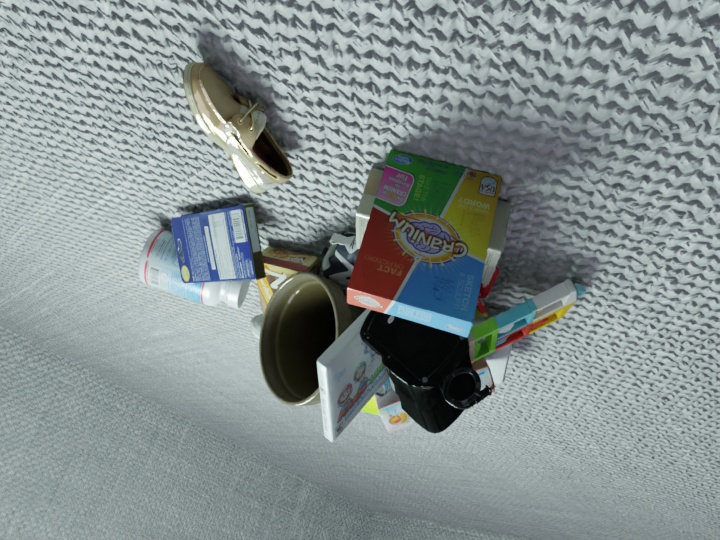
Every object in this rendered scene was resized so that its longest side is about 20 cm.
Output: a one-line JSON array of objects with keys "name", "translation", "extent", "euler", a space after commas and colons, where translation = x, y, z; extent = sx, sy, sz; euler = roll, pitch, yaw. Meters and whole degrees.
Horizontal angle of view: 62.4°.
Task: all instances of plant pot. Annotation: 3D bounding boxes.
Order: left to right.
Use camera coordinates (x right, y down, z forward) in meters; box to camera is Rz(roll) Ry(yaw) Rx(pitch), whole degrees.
[{"name": "plant pot", "translation": [-0.045, 0.121, 0.983], "extent": [0.196, 0.208, 0.171], "euler": [-10, 162, 43]}]

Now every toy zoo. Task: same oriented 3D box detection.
[{"name": "toy zoo", "translation": [0.243, 0.072, 0.876], "extent": [0.195, 0.021, 0.132], "euler": [-26, 157, 0]}]

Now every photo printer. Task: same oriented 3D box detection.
[{"name": "photo printer", "translation": [0.174, 0.123, 1.072], "extent": [0.193, 0.071, 0.169], "euler": [12, 145, 14]}]

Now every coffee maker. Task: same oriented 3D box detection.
[{"name": "coffee maker", "translation": [0.099, 0.148, 0.835], "extent": [0.131, 0.196, 0.202], "euler": [-25, 145, 1]}]

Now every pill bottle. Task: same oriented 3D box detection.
[{"name": "pill bottle", "translation": [-0.311, 0.001, 1.136], "extent": [0.194, 0.112, 0.110], "euler": [19, 153, 1]}]

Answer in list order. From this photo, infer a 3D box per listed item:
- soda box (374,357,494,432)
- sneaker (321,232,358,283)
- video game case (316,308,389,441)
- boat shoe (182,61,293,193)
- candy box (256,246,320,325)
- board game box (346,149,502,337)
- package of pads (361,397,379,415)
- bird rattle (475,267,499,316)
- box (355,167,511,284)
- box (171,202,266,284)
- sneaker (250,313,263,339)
[{"name": "soda box", "translation": [0.120, 0.193, 0.991], "extent": [0.194, 0.069, 0.065], "euler": [-22, 125, 3]}, {"name": "sneaker", "translation": [0.000, 0.000, 0.976], "extent": [0.126, 0.081, 0.200], "euler": [20, 163, 20]}, {"name": "video game case", "translation": [0.010, 0.133, 0.893], "extent": [0.023, 0.199, 0.186], "euler": [28, 141, 27]}, {"name": "boat shoe", "translation": [-0.148, -0.184, 0.758], "extent": [0.067, 0.076, 0.201], "euler": [-8, 144, 21]}, {"name": "candy box", "translation": [-0.124, 0.066, 1.091], "extent": [0.112, 0.055, 0.206], "euler": [12, 124, 25]}, {"name": "board game box", "translation": [0.080, -0.038, 0.717], "extent": [0.148, 0.205, 0.041], "euler": [14, 153, 7]}, {"name": "package of pads", "translation": [0.053, 0.207, 1.121], "extent": [0.195, 0.069, 0.158], "euler": [1, 127, 39]}, {"name": "bird rattle", "translation": [0.122, 0.048, 0.916], "extent": [0.158, 0.116, 0.201], "euler": [15, 159, 18]}, {"name": "box", "translation": [0.095, -0.059, 0.803], "extent": [0.193, 0.080, 0.096], "euler": [16, 153, 7]}, {"name": "box", "translation": [-0.248, -0.042, 1.024], "extent": [0.195, 0.126, 0.032], "euler": [-3, -171, 36]}, {"name": "sneaker", "translation": [-0.146, 0.113, 1.282], "extent": [0.192, 0.078, 0.093], "euler": [7, 144, 7]}]
